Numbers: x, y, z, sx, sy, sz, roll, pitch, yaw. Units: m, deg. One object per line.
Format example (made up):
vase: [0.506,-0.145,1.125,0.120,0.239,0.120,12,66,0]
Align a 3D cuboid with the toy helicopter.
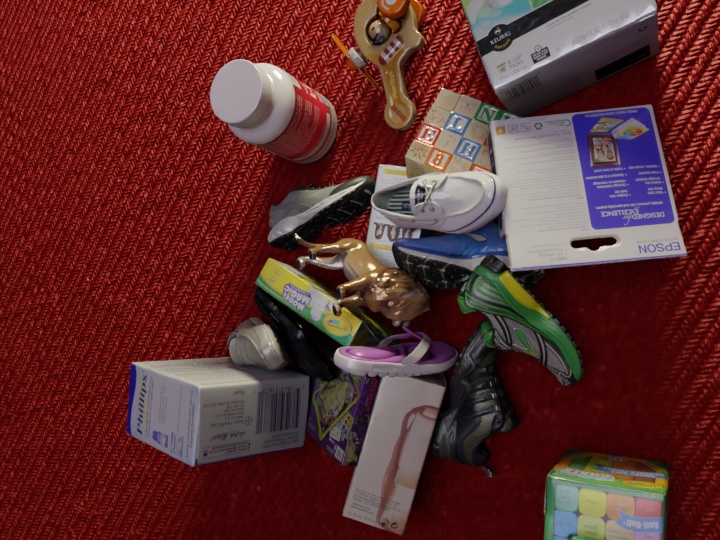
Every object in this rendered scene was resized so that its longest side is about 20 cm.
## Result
toy helicopter: [0.034,-0.298,0.972,0.131,0.079,0.203,-13,85,24]

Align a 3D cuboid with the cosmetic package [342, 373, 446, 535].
cosmetic package: [0.046,0.230,0.904,0.086,0.103,0.202,16,95,5]

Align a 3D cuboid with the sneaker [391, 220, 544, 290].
sneaker: [0.140,-0.027,0.895,0.197,0.079,0.090,4,61,4]

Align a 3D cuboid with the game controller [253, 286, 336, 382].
game controller: [-0.095,0.085,0.950,0.042,0.105,0.200,-30,27,-15]

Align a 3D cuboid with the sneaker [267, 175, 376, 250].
sneaker: [-0.065,-0.099,0.998,0.199,0.074,0.080,-22,69,31]

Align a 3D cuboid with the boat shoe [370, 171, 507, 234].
boat shoe: [0.088,-0.082,0.833,0.199,0.066,0.075,-9,72,53]

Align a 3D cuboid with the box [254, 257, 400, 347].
box: [-0.042,0.058,0.957,0.199,0.117,0.049,30,92,24]

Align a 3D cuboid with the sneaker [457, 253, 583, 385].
sneaker: [0.198,0.073,0.834,0.085,0.078,0.200,-44,101,9]

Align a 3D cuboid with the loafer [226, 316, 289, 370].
loafer: [-0.152,0.114,0.974,0.069,0.200,0.070,-33,101,-14]

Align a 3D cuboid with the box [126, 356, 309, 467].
box: [-0.205,0.191,0.960,0.199,0.183,0.106,5,91,47]

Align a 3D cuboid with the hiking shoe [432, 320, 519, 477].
hiking shoe: [0.166,0.164,0.886,0.100,0.076,0.202,19,101,13]

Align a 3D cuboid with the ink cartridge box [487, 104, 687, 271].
ink cartridge box: [0.258,-0.093,0.792,0.195,0.043,0.202,-4,67,5]

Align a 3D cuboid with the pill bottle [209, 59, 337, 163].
pill bottle: [-0.123,-0.228,0.970,0.111,0.200,0.114,-2,86,24]

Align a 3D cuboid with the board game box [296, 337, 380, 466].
board game box: [-0.043,0.175,0.938,0.200,0.032,0.122,21,100,62]

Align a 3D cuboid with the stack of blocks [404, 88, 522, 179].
stack of blocks: [0.171,-0.144,0.879,0.198,0.059,0.116,25,74,16]

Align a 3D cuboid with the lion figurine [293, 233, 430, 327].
lion figurine: [0.000,0.000,0.904,0.201,0.121,0.073,54,148,35]

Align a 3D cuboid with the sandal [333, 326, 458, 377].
sandal: [0.057,0.100,0.861,0.082,0.201,0.050,22,107,44]

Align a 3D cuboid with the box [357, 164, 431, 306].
box: [0.054,-0.043,0.956,0.081,0.049,0.203,10,91,25]

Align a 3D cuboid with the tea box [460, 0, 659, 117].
tea box: [0.240,-0.333,0.843,0.198,0.133,0.199,-23,76,22]

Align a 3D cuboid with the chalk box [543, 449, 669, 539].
chalk box: [0.273,0.285,0.747,0.123,0.200,0.126,3,87,25]
